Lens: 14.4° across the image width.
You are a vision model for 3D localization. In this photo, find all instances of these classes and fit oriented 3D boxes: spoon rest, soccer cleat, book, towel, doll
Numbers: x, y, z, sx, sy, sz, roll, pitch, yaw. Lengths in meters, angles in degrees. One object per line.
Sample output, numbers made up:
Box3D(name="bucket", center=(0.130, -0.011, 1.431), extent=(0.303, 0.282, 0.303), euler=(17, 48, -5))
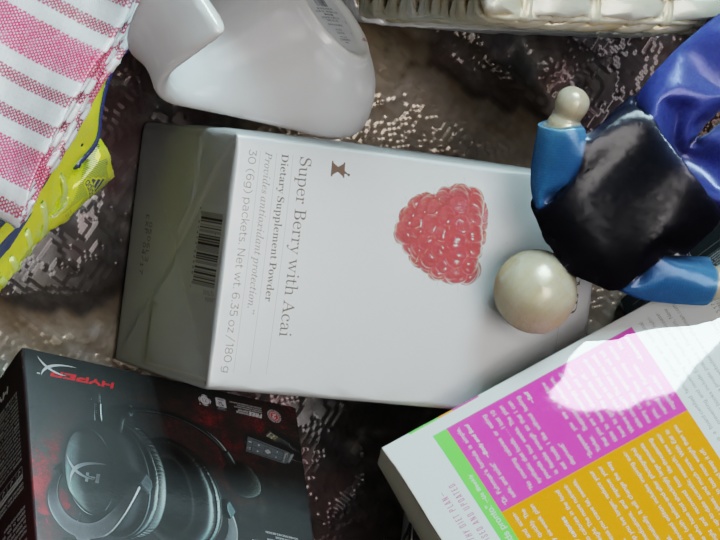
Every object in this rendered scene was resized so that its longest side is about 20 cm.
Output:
Box3D(name="spoon rest", center=(-0.053, -0.105, 1.331), extent=(0.061, 0.200, 0.100), euler=(-37, 76, 19))
Box3D(name="soccer cleat", center=(-0.156, -0.039, 1.333), extent=(0.084, 0.065, 0.201), euler=(26, 83, -28))
Box3D(name="book", center=(0.126, 0.094, 1.330), extent=(0.199, 0.048, 0.134), euler=(-27, 73, -14))
Box3D(name="towel", center=(-0.167, -0.138, 1.289), extent=(0.146, 0.030, 0.201), euler=(28, 86, 13))
Box3D(name="doll", center=(0.144, -0.042, 1.332), extent=(0.200, 0.048, 0.137), euler=(-41, 105, -2))

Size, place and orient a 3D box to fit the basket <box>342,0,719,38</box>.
Box3D(name="basket", center=(0.105, -0.213, 1.391), extent=(0.199, 0.161, 0.199), euler=(0, 96, -24))

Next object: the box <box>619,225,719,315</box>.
Box3D(name="box", center=(0.239, 0.015, 1.444), extent=(0.200, 0.141, 0.079), euler=(-37, 112, 16))

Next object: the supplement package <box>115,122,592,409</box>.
Box3D(name="supplement package", center=(0.000, 0.000, 1.382), extent=(0.199, 0.120, 0.122), euler=(6, 92, -27))

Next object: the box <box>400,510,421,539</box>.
Box3D(name="box", center=(0.094, 0.183, 1.349), extent=(0.159, 0.044, 0.201), euler=(9, 62, -5))

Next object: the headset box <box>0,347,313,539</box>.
Box3D(name="headset box", center=(-0.098, 0.148, 1.312), extent=(0.148, 0.077, 0.201), euler=(14, 45, -26))
